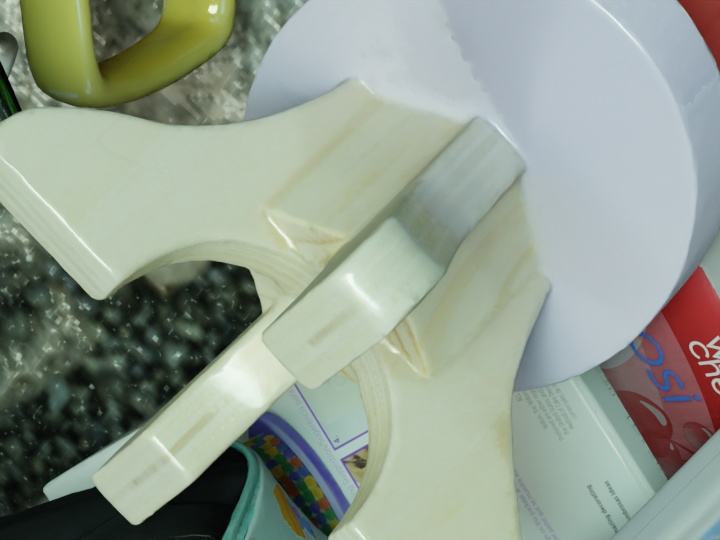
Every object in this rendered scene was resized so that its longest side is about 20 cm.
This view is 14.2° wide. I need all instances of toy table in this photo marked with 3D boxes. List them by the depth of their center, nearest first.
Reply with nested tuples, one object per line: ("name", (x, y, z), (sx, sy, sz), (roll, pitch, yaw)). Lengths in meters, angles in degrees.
("toy table", (0.000, 0.000, 0.764), (0.184, 0.117, 0.200), (40, 149, 8))

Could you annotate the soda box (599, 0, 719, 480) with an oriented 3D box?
("soda box", (0.086, -0.026, 0.813), (0.063, 0.070, 0.200), (-7, 123, 50))

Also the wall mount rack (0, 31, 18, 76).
("wall mount rack", (-0.167, 0.018, 0.924), (0.173, 0.201, 0.075), (-22, 135, 23))

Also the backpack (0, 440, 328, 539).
("backpack", (-0.080, 0.149, 0.873), (0.200, 0.176, 0.153), (-34, 107, 34))

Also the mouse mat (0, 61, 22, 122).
("mouse mat", (-0.127, -0.104, 0.823), (0.008, 0.200, 0.161), (-25, 134, -3))

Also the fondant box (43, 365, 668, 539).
("fondant box", (0.014, 0.082, 0.934), (0.200, 0.058, 0.145), (-31, 92, 31))

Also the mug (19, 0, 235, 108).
("mug", (-0.061, -0.156, 0.831), (0.149, 0.153, 0.187), (-25, 96, 30))

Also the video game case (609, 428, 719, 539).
("video game case", (0.150, 0.106, 0.828), (0.182, 0.022, 0.200), (22, 128, -24))
